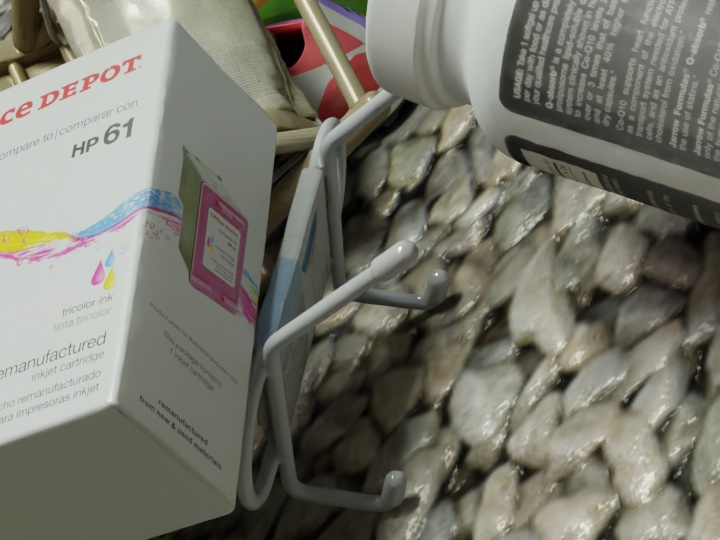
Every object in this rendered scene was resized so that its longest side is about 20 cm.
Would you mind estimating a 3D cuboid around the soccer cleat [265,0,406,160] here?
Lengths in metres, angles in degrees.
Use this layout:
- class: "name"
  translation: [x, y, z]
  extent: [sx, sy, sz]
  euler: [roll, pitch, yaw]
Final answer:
- class: "soccer cleat"
  translation: [-0.057, -0.092, 1.363]
  extent: [0.200, 0.073, 0.068]
  euler: [-17, 42, 47]

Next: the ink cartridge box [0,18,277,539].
- class: "ink cartridge box"
  translation: [-0.120, 0.013, 1.065]
  extent: [0.144, 0.085, 0.200]
  euler: [-20, 45, 28]

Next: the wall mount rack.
- class: "wall mount rack"
  translation: [0.000, 0.000, 1.081]
  extent: [0.074, 0.174, 0.200]
  euler: [7, 50, 8]

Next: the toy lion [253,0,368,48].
- class: "toy lion"
  translation: [0.011, -0.200, 1.404]
  extent: [0.191, 0.069, 0.200]
  euler: [-6, 45, 44]

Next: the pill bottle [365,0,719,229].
- class: "pill bottle"
  translation: [0.111, -0.082, 0.960]
  extent: [0.200, 0.116, 0.117]
  euler: [20, 69, 22]

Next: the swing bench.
- class: "swing bench"
  translation: [-0.112, -0.089, 1.282]
  extent: [0.199, 0.130, 0.200]
  euler: [64, 145, 24]

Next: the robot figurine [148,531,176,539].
- class: "robot figurine"
  translation: [-0.138, 0.188, 1.103]
  extent: [0.200, 0.116, 0.175]
  euler: [-54, -2, -4]
